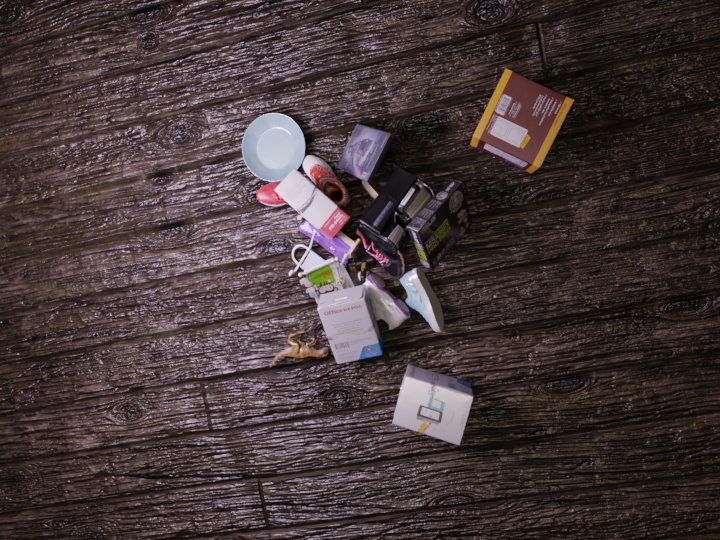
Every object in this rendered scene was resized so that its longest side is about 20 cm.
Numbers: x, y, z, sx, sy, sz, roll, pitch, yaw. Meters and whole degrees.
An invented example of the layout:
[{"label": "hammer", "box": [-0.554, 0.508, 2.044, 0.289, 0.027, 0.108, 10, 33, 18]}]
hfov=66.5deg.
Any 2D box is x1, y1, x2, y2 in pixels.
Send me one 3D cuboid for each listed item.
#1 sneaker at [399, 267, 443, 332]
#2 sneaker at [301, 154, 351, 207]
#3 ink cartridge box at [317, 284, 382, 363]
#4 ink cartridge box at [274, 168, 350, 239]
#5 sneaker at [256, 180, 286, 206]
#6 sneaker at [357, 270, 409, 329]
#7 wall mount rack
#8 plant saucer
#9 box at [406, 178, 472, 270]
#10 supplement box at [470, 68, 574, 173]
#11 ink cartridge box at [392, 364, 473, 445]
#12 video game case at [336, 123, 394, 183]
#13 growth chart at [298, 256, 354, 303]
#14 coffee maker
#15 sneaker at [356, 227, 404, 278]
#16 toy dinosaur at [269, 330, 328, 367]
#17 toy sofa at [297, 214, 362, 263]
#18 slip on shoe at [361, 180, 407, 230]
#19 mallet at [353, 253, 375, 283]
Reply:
[{"label": "sneaker", "box": [0.180, 0.094, 1.619, 0.081, 0.074, 0.202, -24, 90, 32]}, {"label": "sneaker", "box": [-0.106, -0.269, 1.612, 0.067, 0.108, 0.202, -41, 87, 8]}, {"label": "ink cartridge box", "box": [-0.027, 0.156, 1.598, 0.142, 0.085, 0.202, -13, 117, 10]}, {"label": "ink cartridge box", "box": [-0.132, -0.180, 1.503, 0.200, 0.145, 0.084, 41, 90, -7]}, {"label": "sneaker", "box": [-0.226, -0.233, 1.628, 0.197, 0.115, 0.080, -4, 93, 8]}, {"label": "sneaker", "box": [0.052, 0.089, 1.626, 0.200, 0.075, 0.100, 48, 115, 11]}, {"label": "wall mount rack", "box": [-0.120, -0.022, 1.635, 0.199, 0.075, 0.175, 36, 110, 4]}, {"label": "plant saucer", "box": [-0.259, -0.371, 1.665, 0.197, 0.039, 0.205, 0, 93, 9]}, {"label": "box", "box": [0.222, -0.125, 1.515, 0.044, 0.161, 0.200, 25, 64, 39]}, {"label": "supplement box", "box": [0.438, -0.406, 1.512, 0.198, 0.133, 0.199, 27, 96, 6]}, {"label": "ink cartridge box", "box": [0.208, 0.381, 1.583, 0.197, 0.147, 0.148, 16, 96, 8]}, {"label": "video game case", "box": [0.009, -0.338, 1.565, 0.019, 0.200, 0.144, 23, 98, -35]}, {"label": "growth chart", "box": [-0.087, 0.044, 1.605, 0.143, 0.018, 0.201, -30, 132, 3]}, {"label": "coffee maker", "box": [0.077, -0.174, 1.518, 0.191, 0.135, 0.201, 31, 77, 34]}, {"label": "sneaker", "box": [0.052, -0.058, 1.594, 0.079, 0.095, 0.202, -28, 95, 40]}, {"label": "toy dinosaur", "box": [-0.198, 0.243, 1.679, 0.197, 0.060, 0.108, -6, 94, 9]}, {"label": "toy sofa", "box": [-0.095, -0.108, 1.633, 0.199, 0.083, 0.098, 37, 96, 5]}, {"label": "slip on shoe", "box": [0.064, -0.185, 1.616, 0.061, 0.076, 0.200, -42, 91, 25]}, {"label": "mallet", "box": [0.000, 0.000, 1.570, 0.065, 0.200, 0.042, -15, 107, 14]}]
